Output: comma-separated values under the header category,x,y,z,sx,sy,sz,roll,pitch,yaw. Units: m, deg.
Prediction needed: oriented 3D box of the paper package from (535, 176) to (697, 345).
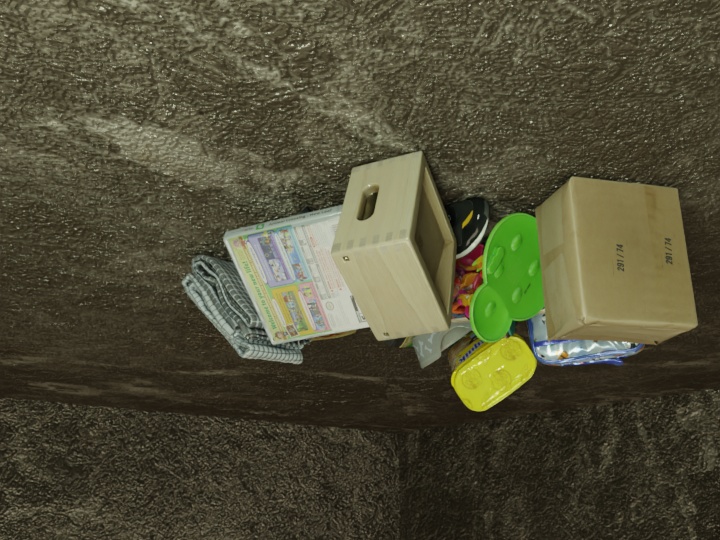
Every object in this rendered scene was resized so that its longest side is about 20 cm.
category,x,y,z,sx,sy,sz,roll,pitch,yaw
paper package,0.348,-0.009,0.935,0.184,0.206,0.104,4,160,-14

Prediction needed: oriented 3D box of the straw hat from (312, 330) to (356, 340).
category,x,y,z,sx,sy,sz,roll,pitch,yaw
straw hat,-0.104,0.081,1.332,0.194,0.088,0.201,-4,166,-1

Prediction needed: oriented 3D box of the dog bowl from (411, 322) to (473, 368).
category,x,y,z,sx,sy,sz,roll,pitch,yaw
dog bowl,0.181,0.105,1.301,0.197,0.059,0.200,-35,172,-6

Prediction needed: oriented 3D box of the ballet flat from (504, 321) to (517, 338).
category,x,y,z,sx,sy,sz,roll,pitch,yaw
ballet flat,0.244,0.071,1.167,0.063,0.073,0.199,3,-173,24

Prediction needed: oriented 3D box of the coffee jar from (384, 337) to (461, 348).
category,x,y,z,sx,sy,sz,roll,pitch,yaw
coffee jar,0.143,0.116,1.442,0.193,0.088,0.105,2,155,-12

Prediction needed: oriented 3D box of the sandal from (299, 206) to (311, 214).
category,x,y,z,sx,sy,sz,roll,pitch,yaw
sandal,-0.016,-0.038,1.007,0.043,0.076,0.199,-45,126,9

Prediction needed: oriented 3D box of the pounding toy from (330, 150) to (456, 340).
category,x,y,z,sx,sy,sz,roll,pitch,yaw
pounding toy,0.039,-0.032,0.878,0.138,0.204,0.186,-10,133,22

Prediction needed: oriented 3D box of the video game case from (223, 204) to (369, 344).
category,x,y,z,sx,sy,sz,roll,pitch,yaw
video game case,-0.077,0.013,0.968,0.176,0.022,0.204,-11,126,12

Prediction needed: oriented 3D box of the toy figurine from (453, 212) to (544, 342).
category,x,y,z,sx,sy,sz,roll,pitch,yaw
toy figurine,0.171,0.013,1.041,0.150,0.202,0.182,46,158,-24

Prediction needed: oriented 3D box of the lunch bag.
category,x,y,z,sx,sy,sz,roll,pitch,yaw
lunch bag,0.379,0.080,1.139,0.194,0.166,0.075,-11,163,20

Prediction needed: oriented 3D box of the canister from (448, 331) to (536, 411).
category,x,y,z,sx,sy,sz,roll,pitch,yaw
canister,0.233,0.166,1.250,0.147,0.088,0.200,-37,-177,6

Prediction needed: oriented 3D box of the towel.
category,x,y,z,sx,sy,sz,roll,pitch,yaw
towel,-0.180,0.060,1.126,0.087,0.199,0.164,-56,146,11

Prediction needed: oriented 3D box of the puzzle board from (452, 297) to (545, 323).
category,x,y,z,sx,sy,sz,roll,pitch,yaw
puzzle board,0.245,0.035,1.097,0.194,0.018,0.151,-7,-159,20

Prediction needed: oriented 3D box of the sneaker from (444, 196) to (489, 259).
category,x,y,z,sx,sy,sz,roll,pitch,yaw
sneaker,0.100,-0.055,0.991,0.088,0.072,0.199,18,152,-29
